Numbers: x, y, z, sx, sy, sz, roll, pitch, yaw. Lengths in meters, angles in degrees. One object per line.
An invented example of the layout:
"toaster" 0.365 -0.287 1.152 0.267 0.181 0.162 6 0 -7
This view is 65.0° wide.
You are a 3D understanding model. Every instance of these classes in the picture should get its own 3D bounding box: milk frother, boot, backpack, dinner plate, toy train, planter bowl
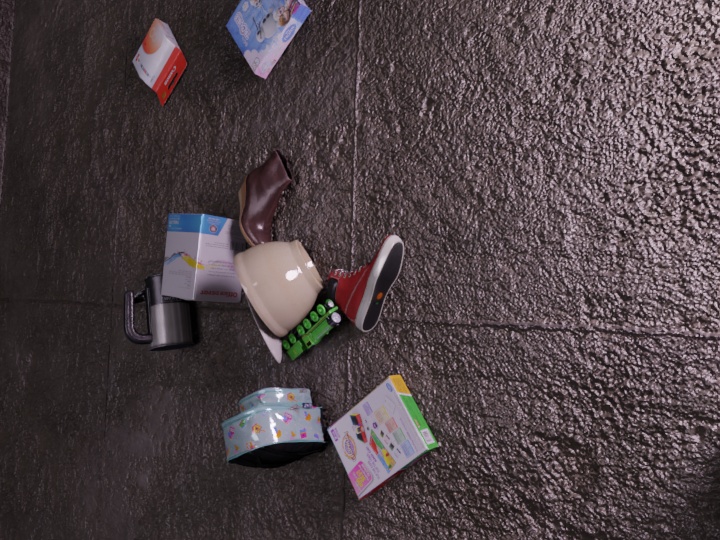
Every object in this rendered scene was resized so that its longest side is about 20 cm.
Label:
"milk frother" -0.544 0.123 1.538 0.200 0.176 0.193 125 138 -74
"boot" -0.217 -0.162 1.323 0.165 0.072 0.203 -37 61 32
"backpack" -0.186 0.329 1.176 0.174 0.198 0.157 -28 69 33
"dinner plate" -0.211 0.106 1.245 0.024 0.201 0.203 -25 66 -6
"toy train" -0.104 0.131 1.205 0.057 0.041 0.200 53 132 8
"planter bowl" -0.161 0.020 1.207 0.133 0.201 0.203 -30 65 2
"boot" 0.000 0.000 1.141 0.144 0.072 0.203 37 112 36

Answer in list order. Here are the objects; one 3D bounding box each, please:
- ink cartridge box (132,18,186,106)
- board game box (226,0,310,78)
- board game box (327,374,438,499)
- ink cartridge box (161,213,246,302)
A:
"ink cartridge box" -0.601 -0.619 1.683 0.162 0.050 0.202 -45 58 27
"board game box" -0.233 -0.621 1.394 0.199 0.043 0.202 -47 60 27
"board game box" 0.037 0.324 1.100 0.200 0.040 0.155 -44 62 27
"ink cartridge box" -0.385 -0.029 1.399 0.144 0.145 0.205 5 88 37
